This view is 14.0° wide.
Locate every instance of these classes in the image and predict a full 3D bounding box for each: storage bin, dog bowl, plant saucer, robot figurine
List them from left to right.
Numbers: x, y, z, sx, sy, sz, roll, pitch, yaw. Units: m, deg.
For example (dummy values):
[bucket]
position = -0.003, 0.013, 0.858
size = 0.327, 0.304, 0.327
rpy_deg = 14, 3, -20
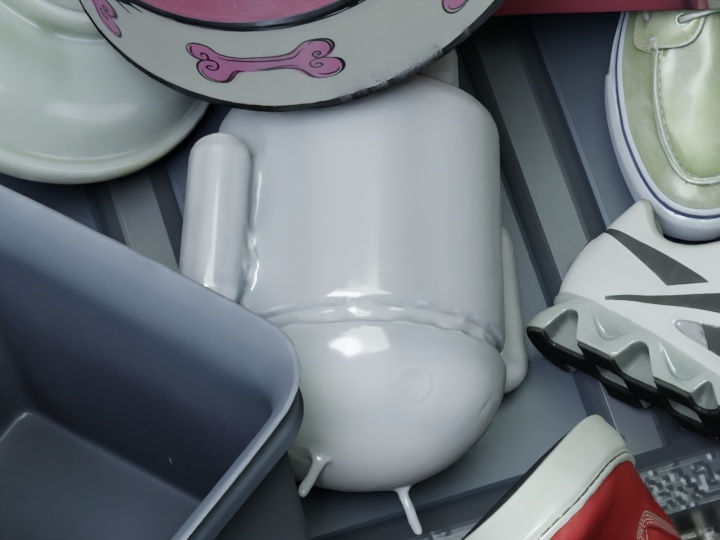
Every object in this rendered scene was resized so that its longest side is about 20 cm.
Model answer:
[plant saucer]
position = -0.129, -0.134, 1.168
size = 0.200, 0.050, 0.201
rpy_deg = 19, 54, -28
[storage bin]
position = -0.114, 0.081, 1.068
size = 0.200, 0.134, 0.146
rpy_deg = 25, 63, 30
[dog bowl]
position = -0.030, -0.165, 1.092
size = 0.200, 0.074, 0.201
rpy_deg = -5, 68, 13
[robot figurine]
position = 0.000, 0.000, 1.142
size = 0.169, 0.113, 0.201
rpy_deg = 15, 64, -34

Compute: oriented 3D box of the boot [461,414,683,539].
[boot]
position = 0.109, 0.130, 1.057
size = 0.072, 0.200, 0.144
rpy_deg = -41, 76, 6

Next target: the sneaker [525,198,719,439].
[sneaker]
position = 0.169, 0.032, 1.140
size = 0.200, 0.074, 0.089
rpy_deg = 29, 76, 22

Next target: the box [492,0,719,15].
[box]
position = 0.076, -0.181, 1.170
size = 0.199, 0.109, 0.128
rpy_deg = -1, 68, 15

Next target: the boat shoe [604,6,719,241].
[boat shoe]
position = 0.141, -0.113, 1.219
size = 0.072, 0.062, 0.201
rpy_deg = 3, 69, -2
